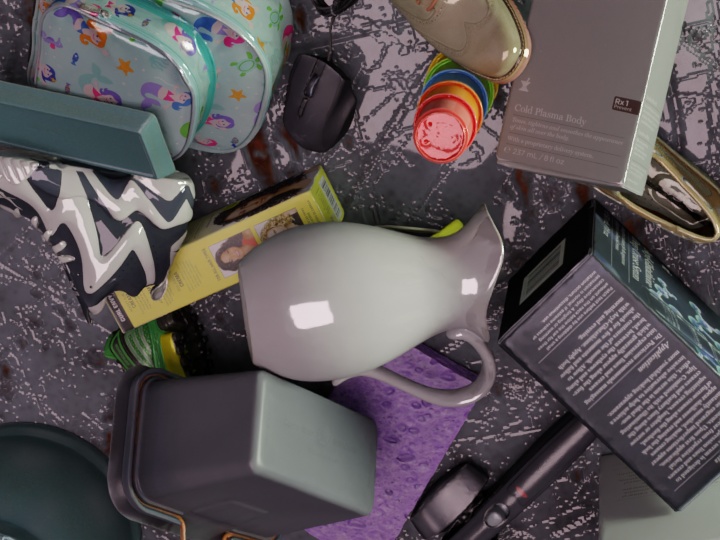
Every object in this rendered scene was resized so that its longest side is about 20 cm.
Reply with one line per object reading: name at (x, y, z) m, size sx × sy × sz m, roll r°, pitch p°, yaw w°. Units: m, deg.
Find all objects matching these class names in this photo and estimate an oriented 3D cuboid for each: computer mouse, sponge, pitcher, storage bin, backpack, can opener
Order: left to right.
backpack at (-0.156, -0.174, 1.441) m, size 0.199 × 0.151 × 0.178 m, roll 16°, pitch 140°, yaw -4°
storage bin at (-0.085, 0.155, 1.484) m, size 0.134 × 0.200 × 0.147 m, roll -12°, pitch 64°, yaw 36°
computer mouse at (-0.029, -0.167, 1.449) m, size 0.058 × 0.034 × 0.201 m, roll 33°, pitch 139°, yaw 22°
pitcher at (0.010, 0.041, 1.456) m, size 0.198 × 0.121 × 0.173 m, roll -8°, pitch 116°, yaw -6°
sponge at (0.013, 0.149, 1.592) m, size 0.111 × 0.030 × 0.201 m, roll 28°, pitch 109°, yaw -1°
can opener at (0.132, 0.179, 1.568) m, size 0.200 × 0.063 × 0.079 m, roll -40°, pitch 104°, yaw 17°

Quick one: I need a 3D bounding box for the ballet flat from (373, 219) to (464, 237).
ballet flat at (0.000, 0.000, 1.535) m, size 0.198 × 0.067 × 0.068 m, roll -12°, pitch 85°, yaw 8°

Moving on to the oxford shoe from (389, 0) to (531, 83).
oxford shoe at (0.047, -0.211, 1.400) m, size 0.200 × 0.074 × 0.071 m, roll 45°, pitch 114°, yaw 27°

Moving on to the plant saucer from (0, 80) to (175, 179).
plant saucer at (-0.239, -0.111, 1.424) m, size 0.199 × 0.019 × 0.070 m, roll 13°, pitch 148°, yaw 19°

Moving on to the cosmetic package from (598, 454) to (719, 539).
cosmetic package at (0.283, 0.250, 1.499) m, size 0.165 × 0.200 × 0.169 m, roll -9°, pitch 106°, yaw 10°

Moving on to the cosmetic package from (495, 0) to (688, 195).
cosmetic package at (0.180, -0.165, 1.400) m, size 0.106 × 0.090 × 0.202 m, roll 12°, pitch 93°, yaw 20°

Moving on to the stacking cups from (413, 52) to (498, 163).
stacking cups at (0.074, -0.122, 1.405) m, size 0.060 × 0.200 × 0.061 m, roll 1°, pitch 108°, yaw 5°

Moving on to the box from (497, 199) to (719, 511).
box at (0.217, 0.064, 1.474) m, size 0.200 × 0.149 × 0.107 m, roll 43°, pitch 109°, yaw -8°

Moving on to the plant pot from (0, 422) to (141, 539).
plant pot at (-0.302, 0.251, 1.613) m, size 0.199 × 0.134 × 0.202 m, roll 2°, pitch 109°, yaw 7°

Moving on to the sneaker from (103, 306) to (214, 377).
sneaker at (-0.156, 0.130, 1.593) m, size 0.085 × 0.078 × 0.201 m, roll -16°, pitch 97°, yaw 20°

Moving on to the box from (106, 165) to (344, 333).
box at (-0.114, -0.018, 1.532) m, size 0.199 × 0.075 × 0.050 m, roll -24°, pitch 106°, yaw 13°

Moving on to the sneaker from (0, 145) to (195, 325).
sneaker at (-0.235, -0.024, 1.465) m, size 0.198 × 0.079 × 0.131 m, roll 6°, pitch 99°, yaw -15°

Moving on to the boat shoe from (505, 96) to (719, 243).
boat shoe at (0.204, -0.087, 1.465) m, size 0.199 × 0.076 × 0.072 m, roll 28°, pitch 110°, yaw -2°
